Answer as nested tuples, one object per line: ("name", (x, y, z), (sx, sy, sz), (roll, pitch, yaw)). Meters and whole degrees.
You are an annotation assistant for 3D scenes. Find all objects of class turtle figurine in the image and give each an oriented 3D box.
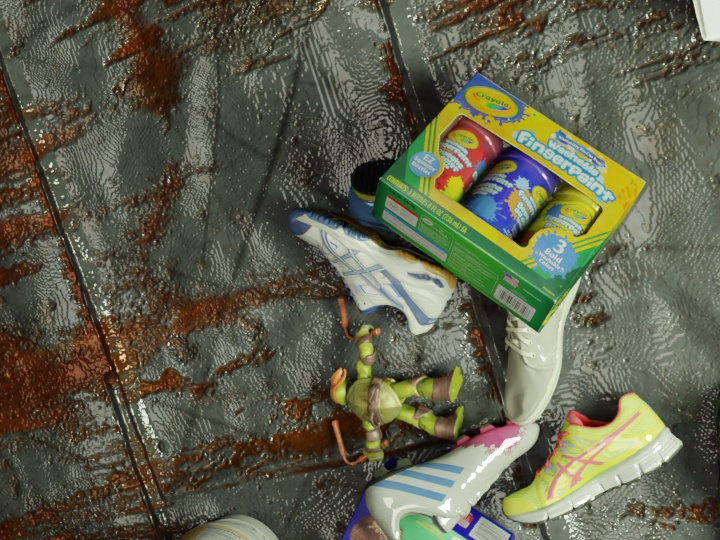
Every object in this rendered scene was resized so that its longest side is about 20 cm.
("turtle figurine", (0.029, 0.131, 1.142), (0.161, 0.064, 0.201), (3, 102, 22))

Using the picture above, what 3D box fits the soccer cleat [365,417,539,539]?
("soccer cleat", (0.105, 0.224, 1.094), (0.199, 0.070, 0.087), (-22, 69, -2))

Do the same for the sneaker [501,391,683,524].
("sneaker", (0.225, 0.192, 1.075), (0.200, 0.078, 0.091), (-33, 79, 19))

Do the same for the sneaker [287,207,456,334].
("sneaker", (0.000, 0.000, 1.117), (0.199, 0.075, 0.088), (27, 104, 16))

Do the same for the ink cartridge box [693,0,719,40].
("ink cartridge box", (0.343, -0.276, 0.849), (0.146, 0.200, 0.147), (-11, 97, 25))

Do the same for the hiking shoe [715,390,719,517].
("hiking shoe", (0.373, 0.213, 0.995), (0.075, 0.101, 0.201), (-11, 97, 25))

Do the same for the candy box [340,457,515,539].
("candy box", (0.053, 0.344, 1.171), (0.169, 0.077, 0.201), (29, 111, 16))

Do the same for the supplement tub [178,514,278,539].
("supplement tub", (-0.181, 0.380, 1.209), (0.145, 0.200, 0.146), (5, 103, 21))

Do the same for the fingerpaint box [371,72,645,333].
("fingerpaint box", (0.140, -0.069, 0.996), (0.200, 0.167, 0.073), (36, 154, 12))

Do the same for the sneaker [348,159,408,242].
("sneaker", (0.086, -0.065, 1.088), (0.199, 0.066, 0.079), (7, 139, 12))

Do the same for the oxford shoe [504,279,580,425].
("oxford shoe", (0.172, 0.059, 1.057), (0.075, 0.058, 0.201), (29, 110, 55))
